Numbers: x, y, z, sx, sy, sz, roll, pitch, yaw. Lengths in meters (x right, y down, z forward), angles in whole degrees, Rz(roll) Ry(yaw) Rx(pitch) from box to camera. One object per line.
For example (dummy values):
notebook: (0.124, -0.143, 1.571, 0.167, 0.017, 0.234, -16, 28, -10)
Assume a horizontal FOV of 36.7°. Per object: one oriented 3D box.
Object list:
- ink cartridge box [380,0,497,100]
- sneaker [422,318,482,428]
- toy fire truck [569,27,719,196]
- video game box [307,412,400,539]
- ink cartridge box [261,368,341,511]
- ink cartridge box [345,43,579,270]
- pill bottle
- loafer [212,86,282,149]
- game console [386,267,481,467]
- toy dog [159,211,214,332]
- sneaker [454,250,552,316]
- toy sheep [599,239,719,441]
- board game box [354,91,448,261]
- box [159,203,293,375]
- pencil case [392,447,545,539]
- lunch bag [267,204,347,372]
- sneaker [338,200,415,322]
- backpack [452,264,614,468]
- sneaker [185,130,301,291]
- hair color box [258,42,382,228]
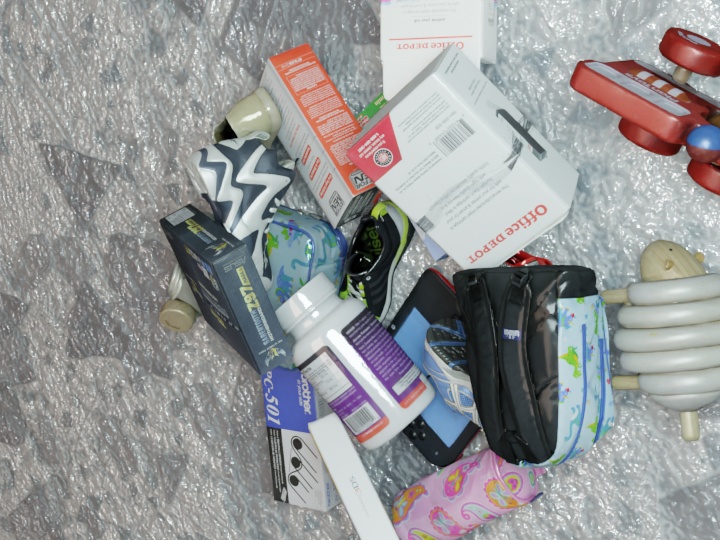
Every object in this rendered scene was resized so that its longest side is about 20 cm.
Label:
ink cartridge box: (0.085, -0.284, 1.173, 0.116, 0.067, 0.201, 3, 96, 21)
sneaker: (0.148, 0.143, 1.236, 0.200, 0.076, 0.077, 48, 148, 21)
toy fire truck: (0.306, -0.139, 1.004, 0.200, 0.168, 0.113, 38, 122, 24)
video game box: (0.005, 0.295, 1.333, 0.201, 0.047, 0.182, 61, 175, 29)
ink cartridge box: (-0.080, 0.220, 1.477, 0.094, 0.044, 0.201, 3, 103, 36)
ink cartridge box: (0.109, -0.110, 1.139, 0.200, 0.084, 0.144, 44, 128, -10)
pill bottle: (-0.013, 0.104, 1.293, 0.200, 0.111, 0.111, 50, 127, 0)
loafer: (-0.153, -0.164, 1.379, 0.076, 0.068, 0.200, 60, 157, 15)
game console: (0.094, 0.124, 1.326, 0.177, 0.031, 0.200, 45, 124, 20)
toy dog: (-0.210, 0.011, 1.488, 0.200, 0.096, 0.133, 129, 155, -65)
sneaker: (0.199, 0.058, 1.203, 0.201, 0.067, 0.108, 45, 127, 23)
toy sheep: (0.314, 0.069, 1.079, 0.137, 0.138, 0.201, -9, 92, 39)
board game box: (0.093, -0.135, 1.256, 0.151, 0.037, 0.201, -39, 78, 37)
box: (-0.164, 0.019, 1.303, 0.200, 0.051, 0.158, 34, 149, 57)
pencil case: (0.127, 0.271, 1.305, 0.200, 0.087, 0.088, -37, 78, 37)
lunch bag: (-0.105, 0.018, 1.417, 0.160, 0.082, 0.201, 18, 111, 34)
sneaker: (0.000, 0.000, 1.332, 0.072, 0.083, 0.201, 32, 120, 28)
backpack: (0.182, 0.100, 1.106, 0.163, 0.153, 0.201, -5, 81, 48)
sneaker: (-0.116, -0.079, 1.317, 0.079, 0.129, 0.200, 26, 143, 62)
hair color box: (-0.048, -0.163, 1.320, 0.201, 0.061, 0.102, 59, 157, 10)
